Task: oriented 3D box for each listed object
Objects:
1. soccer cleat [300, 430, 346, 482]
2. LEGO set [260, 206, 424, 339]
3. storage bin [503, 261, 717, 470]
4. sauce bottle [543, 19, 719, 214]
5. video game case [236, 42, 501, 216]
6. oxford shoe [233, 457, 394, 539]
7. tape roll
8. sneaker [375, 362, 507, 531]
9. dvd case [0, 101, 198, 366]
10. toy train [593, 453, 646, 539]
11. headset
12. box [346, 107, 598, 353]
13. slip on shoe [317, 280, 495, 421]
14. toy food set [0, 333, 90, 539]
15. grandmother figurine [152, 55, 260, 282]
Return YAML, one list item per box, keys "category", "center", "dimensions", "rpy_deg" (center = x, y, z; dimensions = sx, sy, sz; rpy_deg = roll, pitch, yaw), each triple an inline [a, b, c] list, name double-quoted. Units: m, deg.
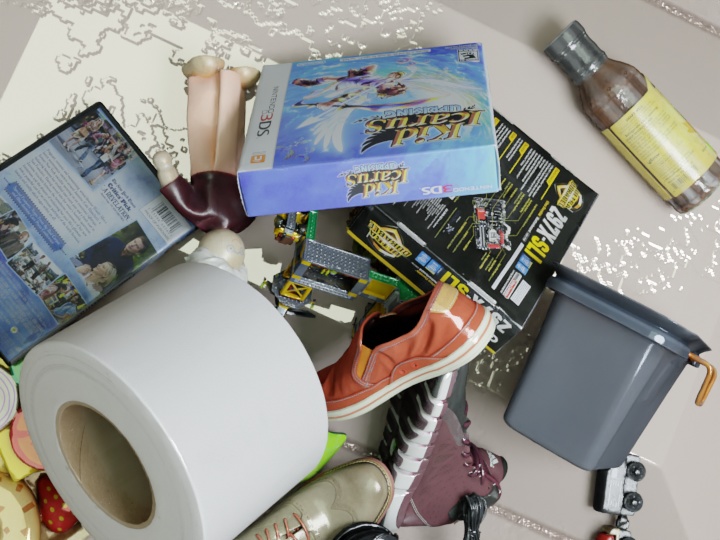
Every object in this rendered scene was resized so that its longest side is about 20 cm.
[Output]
- category: "soccer cleat"
  center: [-0.090, 0.088, 0.921]
  dimensions: [0.081, 0.067, 0.201]
  rpy_deg: [-34, 91, -28]
- category: "LEGO set"
  center: [0.000, 0.000, 0.927]
  dimensions: [0.198, 0.116, 0.155]
  rpy_deg: [12, 54, -22]
- category: "storage bin"
  center: [0.208, 0.094, 0.889]
  dimensions: [0.145, 0.200, 0.135]
  rpy_deg: [28, 94, 24]
- category: "sauce bottle"
  center: [0.250, -0.144, 0.979]
  dimensions: [0.065, 0.065, 0.200]
  rpy_deg: [-43, 94, -9]
- category: "video game case"
  center: [0.009, -0.120, 0.872]
  dimensions: [0.198, 0.182, 0.046]
  rpy_deg: [-5, 127, 6]
- category: "oxford shoe"
  center: [-0.058, 0.225, 0.877]
  dimensions: [0.200, 0.075, 0.071]
  rpy_deg: [-39, 76, 8]
- category: "tape roll"
  center: [-0.143, 0.113, 0.816]
  dimensions: [0.139, 0.202, 0.203]
  rpy_deg: [-34, 91, -43]
- category: "sneaker"
  center: [0.083, 0.140, 0.913]
  dimensions: [0.115, 0.076, 0.201]
  rpy_deg: [8, 120, -19]
- category: "dvd case"
  center: [-0.256, -0.036, 0.897]
  dimensions: [0.200, 0.018, 0.143]
  rpy_deg: [-39, 86, -21]
- category: "toy train"
  center: [0.223, 0.264, 0.961]
  dimensions: [0.045, 0.034, 0.202]
  rpy_deg: [8, 84, -4]
- category: "headset"
  center: [0.031, 0.226, 0.833]
  dimensions: [0.199, 0.123, 0.095]
  rpy_deg: [7, 91, -46]
- category: "box"
  center: [0.100, -0.051, 0.906]
  dimensions: [0.159, 0.049, 0.200]
  rpy_deg: [40, 48, -3]
- category: "slip on shoe"
  center: [0.016, 0.063, 0.841]
  dimensions: [0.061, 0.199, 0.074]
  rpy_deg: [45, 43, -15]
- category: "toy food set"
  center: [-0.295, 0.151, 0.889]
  dimensions: [0.199, 0.049, 0.199]
  rpy_deg: [-27, 90, -9]
- category: "grandmother figurine"
  center: [-0.122, -0.078, 0.906]
  dimensions: [0.120, 0.060, 0.202]
  rpy_deg: [4, 77, -34]
